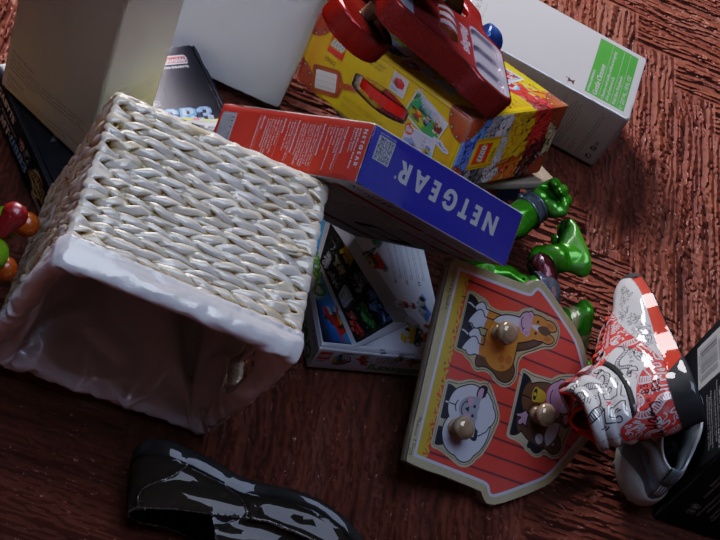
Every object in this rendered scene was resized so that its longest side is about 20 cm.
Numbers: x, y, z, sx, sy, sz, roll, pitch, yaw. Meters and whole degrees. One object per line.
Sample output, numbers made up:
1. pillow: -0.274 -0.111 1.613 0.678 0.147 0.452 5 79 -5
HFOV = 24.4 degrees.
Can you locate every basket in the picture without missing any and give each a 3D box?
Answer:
1. basket: -0.155 0.000 1.267 0.199 0.198 0.161 22 59 -19

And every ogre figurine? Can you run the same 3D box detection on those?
1. ogre figurine: 0.150 0.020 1.504 0.119 0.098 0.201 -3 100 -24

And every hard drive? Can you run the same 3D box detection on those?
1. hard drive: -0.095 -0.267 1.543 0.131 0.201 0.026 23 25 -9

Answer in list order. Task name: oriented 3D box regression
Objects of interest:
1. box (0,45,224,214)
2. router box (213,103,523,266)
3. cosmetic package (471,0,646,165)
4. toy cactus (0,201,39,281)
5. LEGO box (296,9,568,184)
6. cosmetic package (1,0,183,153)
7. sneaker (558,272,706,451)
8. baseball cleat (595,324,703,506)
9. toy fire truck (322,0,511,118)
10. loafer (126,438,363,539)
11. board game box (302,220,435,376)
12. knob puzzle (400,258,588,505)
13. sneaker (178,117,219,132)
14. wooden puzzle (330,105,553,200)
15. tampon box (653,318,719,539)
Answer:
1. box: -0.201 -0.104 1.459 0.199 0.050 0.199 -9 61 -33
2. router box: 0.004 -0.069 1.361 0.200 0.179 0.049 27 80 -45
3. cosmetic package: 0.183 -0.209 1.720 0.199 0.085 0.108 27 49 -7
4. toy cactus: -0.327 0.002 1.248 0.102 0.199 0.166 28 79 -46
5. LEGO box: 0.065 -0.164 1.534 0.200 0.077 0.149 39 33 30
6. cosmetic package: -0.217 -0.200 1.357 0.113 0.200 0.081 44 49 12
7. sneaker: 0.218 0.078 1.436 0.107 0.067 0.202 -20 33 4
8. baseball cleat: 0.265 0.111 1.487 0.069 0.106 0.201 16 49 -24
9. toy fire truck: 0.062 -0.227 1.470 0.168 0.112 0.200 40 22 -21
10. loafer: -0.091 0.200 1.263 0.199 0.073 0.072 22 52 1
11. board game box: 0.000 0.000 1.489 0.126 0.035 0.201 7 51 -24
12. knob puzzle: 0.136 0.103 1.417 0.219 0.030 0.221 2 87 -36
13. sneaker: -0.135 -0.098 1.408 0.199 0.090 0.079 8 89 -47
14. wooden puzzle: 0.068 -0.119 1.589 0.199 0.046 0.185 2 34 -32
15. tampon box: 0.381 0.161 1.498 0.199 0.126 0.150 19 48 -13
